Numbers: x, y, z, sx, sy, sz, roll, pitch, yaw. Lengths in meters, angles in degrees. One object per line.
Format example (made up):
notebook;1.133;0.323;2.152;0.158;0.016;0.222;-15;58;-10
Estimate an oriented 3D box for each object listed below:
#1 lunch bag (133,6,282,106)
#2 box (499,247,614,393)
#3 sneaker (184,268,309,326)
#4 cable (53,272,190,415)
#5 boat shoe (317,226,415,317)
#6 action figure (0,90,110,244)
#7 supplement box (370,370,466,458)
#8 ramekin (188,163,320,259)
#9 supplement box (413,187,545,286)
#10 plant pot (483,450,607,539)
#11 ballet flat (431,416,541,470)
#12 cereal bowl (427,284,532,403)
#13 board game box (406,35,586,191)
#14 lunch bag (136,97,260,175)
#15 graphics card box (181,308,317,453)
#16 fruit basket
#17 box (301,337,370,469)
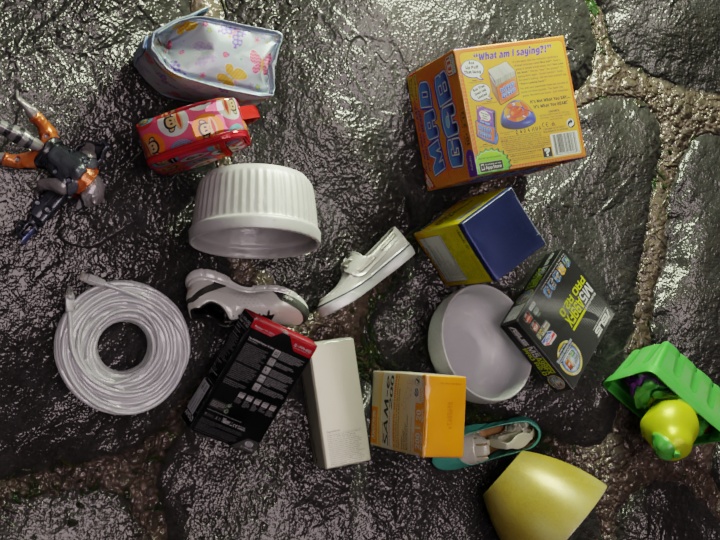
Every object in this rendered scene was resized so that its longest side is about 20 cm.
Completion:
lunch bag;-0.237;-0.321;1.635;0.199;0.170;0.128;8;86;-18
box;0.340;0.083;1.842;0.160;0.044;0.200;50;52;-13
sneaker;-0.178;0.062;1.675;0.199;0.074;0.080;12;45;-12
cable;-0.359;0.115;1.623;0.199;0.069;0.201;12;84;-19
boat shoe;0.000;0.000;1.755;0.200;0.072;0.066;-36;94;-18
action figure;-0.467;-0.142;1.584;0.193;0.105;0.200;31;75;-6
supplement box;0.087;0.224;1.703;0.073;0.200;0.126;4;84;-22
ramekin;-0.160;-0.090;1.641;0.200;0.200;0.105;3;77;-19
supplement box;0.190;-0.052;1.754;0.109;0.200;0.109;-36;99;-18
plant pot;0.289;0.383;1.787;0.142;0.200;0.200;42;73;12
ballet flat;0.217;0.289;1.813;0.200;0.070;0.068;-13;92;-19
cereal bowl;0.187;0.127;1.791;0.200;0.083;0.201;13;69;-35
board game box;0.219;-0.254;1.775;0.199;0.200;0.200;-11;91;-19
lunch bag;-0.234;-0.205;1.605;0.176;0.200;0.082;-19;93;-1
graphics card box;-0.170;0.171;1.653;0.125;0.051;0.200;27;94;-33
fruit basket;0.532;0.252;1.879;0.215;0.155;0.216;9;71;-27
box;-0.044;0.211;1.728;0.082;0.068;0.201;-7;89;-20
